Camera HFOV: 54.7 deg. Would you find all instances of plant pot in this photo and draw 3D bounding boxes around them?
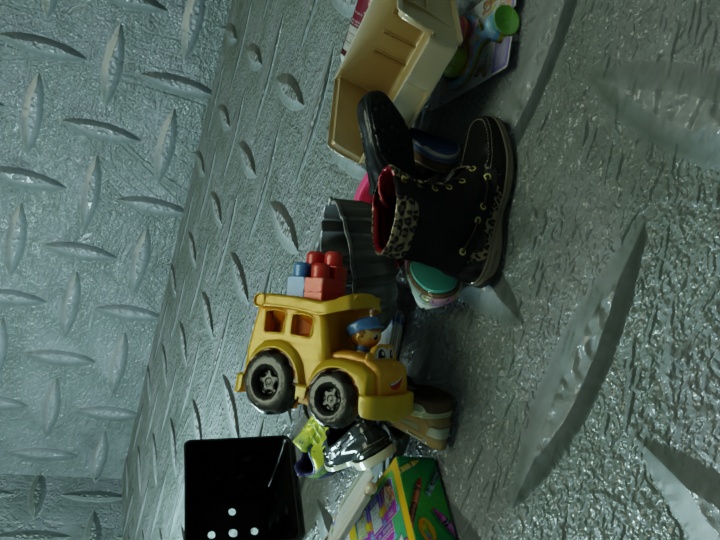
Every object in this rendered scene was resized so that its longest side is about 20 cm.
[{"bbox_3d":[-0.228,0.443,1.274,0.202,0.195,0.180,-105,23,-43],"label":"plant pot"}]

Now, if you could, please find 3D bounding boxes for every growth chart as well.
[{"bbox_3d":[-0.015,0.302,0.878,0.146,0.018,0.200,-58,-4,1],"label":"growth chart"}]

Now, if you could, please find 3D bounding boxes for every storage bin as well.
[{"bbox_3d":[0.040,-0.268,0.910,0.201,0.092,0.201,-56,20,38],"label":"storage bin"}]

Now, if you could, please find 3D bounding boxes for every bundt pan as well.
[{"bbox_3d":[0.000,0.000,0.954,0.202,0.074,0.207,175,90,-76],"label":"bundt pan"}]

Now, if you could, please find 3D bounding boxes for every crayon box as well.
[{"bbox_3d":[0.039,0.336,0.858,0.120,0.057,0.202,-105,34,-43],"label":"crayon box"}]

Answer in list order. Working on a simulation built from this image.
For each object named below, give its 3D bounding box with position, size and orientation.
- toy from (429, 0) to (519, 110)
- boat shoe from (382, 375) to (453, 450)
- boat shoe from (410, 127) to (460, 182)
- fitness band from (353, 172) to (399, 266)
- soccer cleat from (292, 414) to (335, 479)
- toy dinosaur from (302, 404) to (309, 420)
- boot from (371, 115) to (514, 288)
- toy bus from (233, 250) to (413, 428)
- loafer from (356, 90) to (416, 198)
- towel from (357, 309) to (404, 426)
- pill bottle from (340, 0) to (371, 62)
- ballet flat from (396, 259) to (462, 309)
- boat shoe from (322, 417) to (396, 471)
[{"bbox_3d":[0.130,-0.294,0.907,0.199,0.046,0.118,-5,75,65],"label":"toy"},{"bbox_3d":[0.045,0.179,0.892,0.199,0.070,0.078,12,106,63],"label":"boat shoe"},{"bbox_3d":[0.082,-0.149,0.947,0.200,0.070,0.074,-119,40,-69],"label":"boat shoe"},{"bbox_3d":[0.031,-0.085,1.065,0.202,0.037,0.145,-109,36,-49],"label":"fitness band"},{"bbox_3d":[-0.059,0.240,1.045,0.065,0.082,0.204,-118,32,-49],"label":"soccer cleat"},{"bbox_3d":[-0.048,0.147,1.111,0.076,0.101,0.205,12,105,35],"label":"toy dinosaur"},{"bbox_3d":[0.093,-0.092,0.787,0.073,0.147,0.205,-6,75,65],"label":"boot"},{"bbox_3d":[-0.033,0.075,0.816,0.196,0.135,0.197,6,86,30],"label":"toy bus"},{"bbox_3d":[0.033,-0.111,0.838,0.070,0.067,0.205,-10,101,50],"label":"loafer"},{"bbox_3d":[0.010,0.140,1.042,0.147,0.023,0.205,-150,71,-66],"label":"towel"},{"bbox_3d":[0.036,-0.354,1.062,0.115,0.112,0.203,-119,45,-55],"label":"pill bottle"},{"bbox_3d":[0.082,0.003,0.895,0.201,0.067,0.073,-112,21,-56],"label":"ballet flat"},{"bbox_3d":[-0.015,0.224,0.927,0.067,0.073,0.199,62,161,4],"label":"boat shoe"}]
